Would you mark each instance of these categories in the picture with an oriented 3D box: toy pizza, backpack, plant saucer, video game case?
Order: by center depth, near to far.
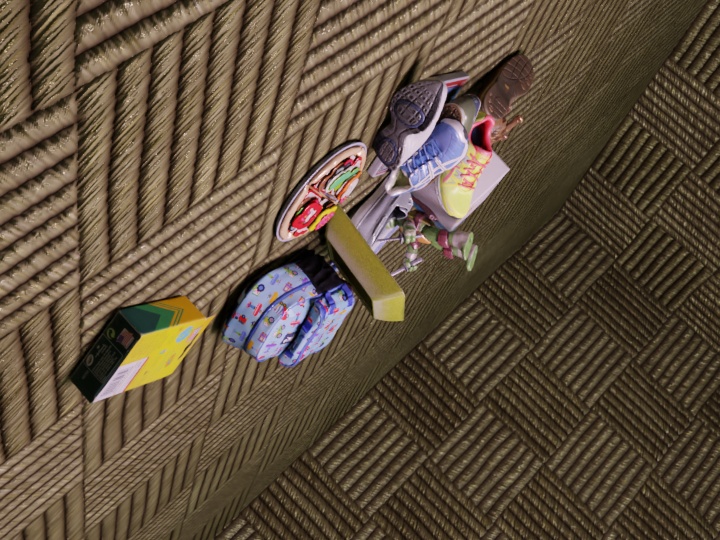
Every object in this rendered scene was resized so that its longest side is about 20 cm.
[{"bbox_3d":[-0.054,-0.116,1.539,0.200,0.032,0.200,-45,168,-12],"label":"toy pizza"},{"bbox_3d":[-0.129,0.075,1.655,0.183,0.134,0.199,-54,163,28],"label":"backpack"},{"bbox_3d":[0.098,-0.249,1.679,0.201,0.017,0.143,-54,166,30],"label":"video game case"},{"bbox_3d":[0.000,0.000,1.716,0.048,0.201,0.200,-34,166,-8],"label":"plant saucer"}]

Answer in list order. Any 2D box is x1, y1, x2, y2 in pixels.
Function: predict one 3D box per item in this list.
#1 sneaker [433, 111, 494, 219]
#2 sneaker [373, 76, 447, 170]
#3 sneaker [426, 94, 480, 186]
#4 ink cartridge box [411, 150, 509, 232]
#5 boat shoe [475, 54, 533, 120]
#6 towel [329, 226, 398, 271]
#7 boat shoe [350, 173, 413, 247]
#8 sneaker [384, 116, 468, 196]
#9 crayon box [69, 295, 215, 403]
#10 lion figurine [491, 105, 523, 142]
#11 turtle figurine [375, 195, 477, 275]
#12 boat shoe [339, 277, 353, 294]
[{"bbox_3d":[0.191,-0.191,1.755,0.077,0.090,0.203,9,89,-37],"label":"sneaker"},{"bbox_3d":[0.087,-0.241,1.545,0.087,0.075,0.200,-36,172,-32],"label":"sneaker"},{"bbox_3d":[0.150,-0.228,1.721,0.090,0.067,0.201,-38,166,-40],"label":"sneaker"},{"bbox_3d":[0.185,-0.175,1.903,0.128,0.125,0.200,-43,175,-16],"label":"ink cartridge box"},{"bbox_3d":[0.261,-0.343,1.860,0.067,0.072,0.200,-11,-151,47],"label":"boat shoe"},{"bbox_3d":[0.018,-0.062,1.987,0.147,0.024,0.200,-52,167,15],"label":"towel"},{"bbox_3d":[0.056,-0.119,1.803,0.201,0.071,0.070,-49,170,-23],"label":"boat shoe"},{"bbox_3d":[0.111,-0.183,1.661,0.077,0.076,0.200,-35,173,-41],"label":"sneaker"},{"bbox_3d":[-0.294,0.103,1.357,0.127,0.051,0.200,-51,167,17],"label":"crayon box"},{"bbox_3d":[0.253,-0.277,2.011,0.122,0.073,0.200,-34,168,-21],"label":"lion figurine"},{"bbox_3d":[0.112,-0.034,1.873,0.201,0.191,0.145,-54,151,-45],"label":"turtle figurine"},{"bbox_3d":[-0.069,0.059,1.805,0.199,0.070,0.071,-20,-122,52],"label":"boat shoe"}]
